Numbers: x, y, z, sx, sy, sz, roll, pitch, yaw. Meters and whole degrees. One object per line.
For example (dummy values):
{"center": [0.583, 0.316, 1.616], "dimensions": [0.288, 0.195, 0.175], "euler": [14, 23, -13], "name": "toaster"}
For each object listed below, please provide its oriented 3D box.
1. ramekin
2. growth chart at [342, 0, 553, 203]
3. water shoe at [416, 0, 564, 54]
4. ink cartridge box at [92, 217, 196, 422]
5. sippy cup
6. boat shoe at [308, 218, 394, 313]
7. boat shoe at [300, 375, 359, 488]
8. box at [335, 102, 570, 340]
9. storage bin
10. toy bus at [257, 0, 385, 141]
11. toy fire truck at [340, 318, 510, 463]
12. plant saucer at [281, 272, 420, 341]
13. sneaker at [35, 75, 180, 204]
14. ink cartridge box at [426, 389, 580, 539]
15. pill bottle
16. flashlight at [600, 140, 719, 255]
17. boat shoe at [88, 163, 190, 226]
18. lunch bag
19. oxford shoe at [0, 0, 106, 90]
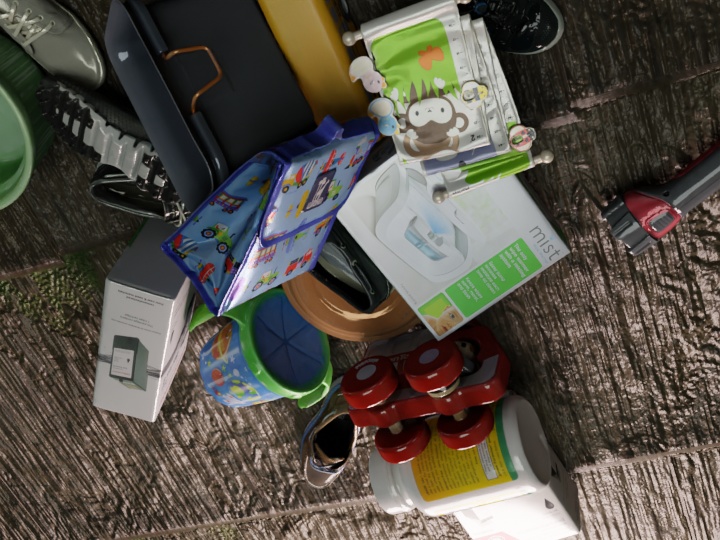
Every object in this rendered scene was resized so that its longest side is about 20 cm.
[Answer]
{"center": [-0.440, -0.173, 0.991], "dimensions": [0.197, 0.098, 0.202], "euler": [5, 124, 7], "name": "ramekin"}
{"center": [0.079, -0.161, 0.844], "dimensions": [0.144, 0.018, 0.201], "euler": [-25, 110, 14], "name": "growth chart"}
{"center": [0.102, -0.256, 0.851], "dimensions": [0.198, 0.079, 0.072], "euler": [25, 124, -7], "name": "water shoe"}
{"center": [-0.256, 0.059, 1.083], "dimensions": [0.083, 0.147, 0.201], "euler": [16, 125, -3], "name": "ink cartridge box"}
{"center": [-0.128, 0.108, 1.110], "dimensions": [0.130, 0.139, 0.179], "euler": [-28, 90, 37], "name": "sippy cup"}
{"center": [-0.049, -0.024, 0.981], "dimensions": [0.199, 0.066, 0.074], "euler": [43, 138, -11], "name": "boat shoe"}
{"center": [-0.043, 0.233, 1.203], "dimensions": [0.071, 0.073, 0.202], "euler": [16, 124, -1], "name": "boat shoe"}
{"center": [0.094, -0.062, 0.951], "dimensions": [0.176, 0.097, 0.200], "euler": [-34, 109, 16], "name": "box"}
{"center": [-0.139, -0.181, 0.863], "dimensions": [0.201, 0.134, 0.145], "euler": [61, 156, 1], "name": "storage bin"}
{"center": [-0.032, -0.214, 0.903], "dimensions": [0.064, 0.079, 0.201], "euler": [-16, 119, 20], "name": "toy bus"}
{"center": [0.078, 0.117, 1.031], "dimensions": [0.198, 0.169, 0.113], "euler": [-18, 118, 27], "name": "toy fire truck"}
{"center": [0.000, 0.000, 1.055], "dimensions": [0.198, 0.032, 0.202], "euler": [3, 119, 5], "name": "plant saucer"}
{"center": [-0.259, -0.155, 0.981], "dimensions": [0.199, 0.091, 0.067], "euler": [33, 131, 0], "name": "sneaker"}
{"center": [0.184, 0.274, 1.183], "dimensions": [0.146, 0.083, 0.201], "euler": [-25, 116, 24], "name": "ink cartridge box"}
{"center": [0.115, 0.227, 1.057], "dimensions": [0.198, 0.113, 0.113], "euler": [-21, 117, 24], "name": "pill bottle"}
{"center": [0.347, -0.100, 0.923], "dimensions": [0.200, 0.068, 0.068], "euler": [-43, 74, 26], "name": "flashlight"}
{"center": [-0.214, -0.081, 1.024], "dimensions": [0.197, 0.071, 0.073], "euler": [8, 129, 3], "name": "boat shoe"}
{"center": [-0.072, -0.072, 0.830], "dimensions": [0.094, 0.150, 0.200], "euler": [48, 129, 11], "name": "lunch bag"}
{"center": [-0.352, -0.267, 0.940], "dimensions": [0.075, 0.058, 0.200], "euler": [-28, 117, 21], "name": "oxford shoe"}
